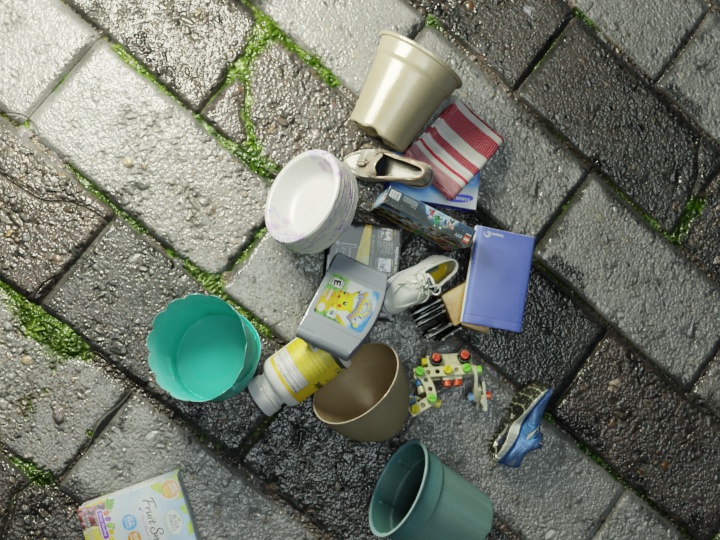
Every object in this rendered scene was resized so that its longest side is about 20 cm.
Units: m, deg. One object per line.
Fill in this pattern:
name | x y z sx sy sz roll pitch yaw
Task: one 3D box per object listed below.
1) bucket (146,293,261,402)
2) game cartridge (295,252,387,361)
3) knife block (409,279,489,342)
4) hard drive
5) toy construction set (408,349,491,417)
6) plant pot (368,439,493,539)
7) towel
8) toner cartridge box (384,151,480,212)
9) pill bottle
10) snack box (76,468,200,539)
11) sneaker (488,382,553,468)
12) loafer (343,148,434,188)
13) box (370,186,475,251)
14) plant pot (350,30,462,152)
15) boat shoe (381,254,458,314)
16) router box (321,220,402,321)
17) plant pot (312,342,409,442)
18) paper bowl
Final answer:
bucket | -0.294 0.156 1.379 0.204 0.135 0.211 -1 76 6
game cartridge | -0.027 0.070 1.405 0.132 0.041 0.202 24 63 4
knife block | 0.199 0.061 1.528 0.173 0.064 0.203 20 85 -9
hard drive | 0.288 0.018 1.501 0.130 0.025 0.203 10 86 -9
toy construction set | 0.187 0.241 1.507 0.197 0.092 0.133 3 63 -17
plant pot | 0.150 0.482 1.451 0.195 0.200 0.202 33 83 -15
towel | 0.201 -0.262 1.528 0.144 0.023 0.200 42 68 3
toner cartridge box | 0.155 -0.190 1.540 0.197 0.043 0.097 8 87 -9
pill bottle | -0.125 0.200 1.440 0.199 0.111 0.112 -35 94 0
snack box | -0.429 0.508 1.404 0.197 0.068 0.171 -18 91 -12
sneaker | 0.360 0.335 1.549 0.089 0.079 0.202 31 91 -14
loafer | 0.053 -0.216 1.474 0.197 0.063 0.073 13 90 19
box | 0.127 -0.103 1.485 0.198 0.137 0.038 26 82 -8
plant pot | 0.079 -0.354 1.472 0.199 0.201 0.185 31 95 -7
boat shoe | 0.129 0.030 1.475 0.201 0.086 0.076 -29 107 -31
router box | 0.000 0.000 1.502 0.155 0.052 0.203 7 87 -10
plant pot | 0.023 0.265 1.442 0.200 0.200 0.135 -42 120 -8
paper bowl | -0.088 -0.130 1.432 0.104 0.199 0.203 28 83 -45
